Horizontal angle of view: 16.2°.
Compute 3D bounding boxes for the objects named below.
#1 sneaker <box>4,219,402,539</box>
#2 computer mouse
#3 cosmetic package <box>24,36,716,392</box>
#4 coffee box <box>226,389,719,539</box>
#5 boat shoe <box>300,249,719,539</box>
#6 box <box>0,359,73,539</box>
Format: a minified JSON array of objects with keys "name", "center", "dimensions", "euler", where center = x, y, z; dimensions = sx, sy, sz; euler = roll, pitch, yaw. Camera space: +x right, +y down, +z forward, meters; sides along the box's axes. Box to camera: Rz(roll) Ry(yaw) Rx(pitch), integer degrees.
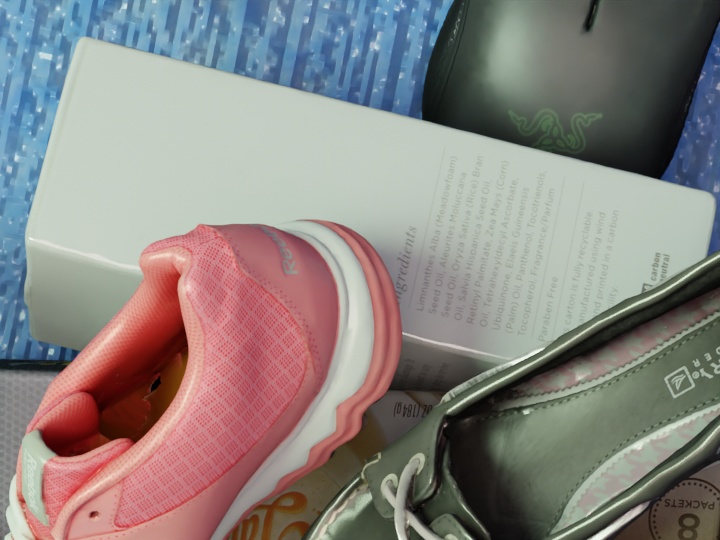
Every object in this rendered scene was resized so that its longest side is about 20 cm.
[{"name":"sneaker","center":[-0.073,0.066,0.699],"dimensions":[0.074,0.087,0.201],"euler":[40,106,35]},{"name":"computer mouse","center":[0.073,-0.107,0.815],"dimensions":[0.138,0.053,0.201],"euler":[12,93,-2]},{"name":"cosmetic package","center":[0.000,0.000,0.789],"dimensions":[0.199,0.102,0.072],"euler":[14,71,-2]},{"name":"coffee box","center":[0.019,0.099,0.759],"dimensions":[0.199,0.080,0.115],"euler":[2,71,23]},{"name":"boat shoe","center":[0.053,0.046,0.687],"dimensions":[0.199,0.057,0.067],"euler":[-32,60,7]},{"name":"box","center":[-0.169,0.107,0.826],"dimensions":[0.198,0.051,0.159],"euler":[2,92,-1]}]
